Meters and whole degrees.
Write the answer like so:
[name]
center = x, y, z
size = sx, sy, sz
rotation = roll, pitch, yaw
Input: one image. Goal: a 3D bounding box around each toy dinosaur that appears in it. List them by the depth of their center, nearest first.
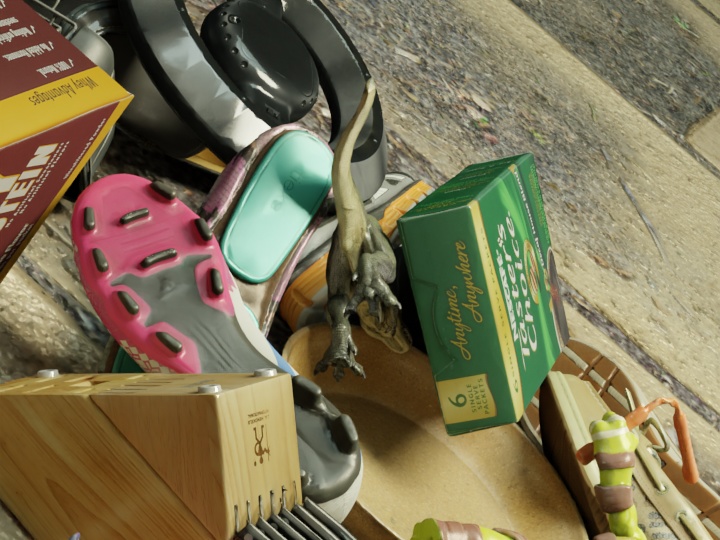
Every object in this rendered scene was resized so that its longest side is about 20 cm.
[toy dinosaur]
center = 0.000, 0.000, 1.099
size = 0.047, 0.200, 0.088
rotation = 1, 54, 4

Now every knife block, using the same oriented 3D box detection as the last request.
[knife block]
center = -0.079, 0.132, 0.915
size = 0.200, 0.176, 0.064
rotation = -1, 4, 28

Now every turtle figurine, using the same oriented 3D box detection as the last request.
[turtle figurine]
center = 0.107, 0.165, 1.026
size = 0.161, 0.200, 0.064
rotation = -2, 7, -23

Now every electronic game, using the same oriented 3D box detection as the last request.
[electronic game]
center = -0.059, -0.117, 1.212
size = 0.200, 0.042, 0.200
rotation = 35, 32, -26

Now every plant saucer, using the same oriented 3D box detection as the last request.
[plant saucer]
center = 0.032, 0.109, 1.127
size = 0.200, 0.035, 0.200
rotation = 32, 24, -16

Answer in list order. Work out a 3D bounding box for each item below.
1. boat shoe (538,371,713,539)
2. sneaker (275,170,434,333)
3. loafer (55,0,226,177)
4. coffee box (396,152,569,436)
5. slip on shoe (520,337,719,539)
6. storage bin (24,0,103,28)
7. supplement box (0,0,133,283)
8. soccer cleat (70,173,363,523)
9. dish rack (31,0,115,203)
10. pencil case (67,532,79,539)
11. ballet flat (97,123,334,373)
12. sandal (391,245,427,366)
[boat shoe]
center = 0.154, 0.135, 1.176
size = 0.063, 0.073, 0.200
rotation = -16, 54, -12
[sneaker]
center = -0.017, -0.027, 1.257
size = 0.077, 0.078, 0.200
rotation = 33, 22, 9
[loafer]
center = -0.104, -0.099, 1.222
size = 0.072, 0.073, 0.200
rotation = 42, 12, 30
[coffee box]
center = 0.073, 0.008, 1.190
size = 0.200, 0.044, 0.123
rotation = -35, 114, -73
[slip on shoe]
center = 0.160, 0.122, 1.267
size = 0.200, 0.076, 0.061
rotation = 47, -16, 38
[storage bin]
center = -0.210, -0.232, 1.286
size = 0.200, 0.146, 0.134
rotation = 24, 37, -29
[supplement box]
center = -0.246, -0.075, 0.936
size = 0.200, 0.133, 0.197
rotation = 41, 23, 5
[soccer cleat]
center = -0.075, 0.047, 0.990
size = 0.070, 0.086, 0.200
rotation = -27, 66, -28
[dish rack]
center = -0.212, -0.124, 1.095
size = 0.200, 0.055, 0.153
rotation = 32, -17, 3
[pencil case]
center = -0.073, 0.193, 0.768
size = 0.200, 0.088, 0.088
rotation = 48, 25, 17
[ballet flat]
center = -0.077, 0.011, 1.076
size = 0.069, 0.071, 0.200
rotation = 38, 60, -15
[sandal]
center = 0.062, 0.014, 1.296
size = 0.200, 0.045, 0.075
rotation = -24, 104, -66
